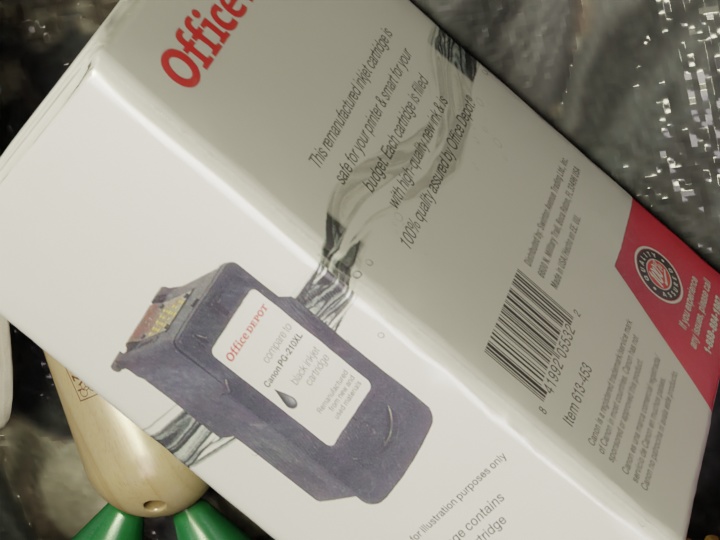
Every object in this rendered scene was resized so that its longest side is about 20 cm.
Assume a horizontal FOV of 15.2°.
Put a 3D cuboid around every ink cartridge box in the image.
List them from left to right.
[{"bbox_3d":[0.000,0.000,0.753,0.200,0.145,0.084,40,120,-9],"label":"ink cartridge box"}]

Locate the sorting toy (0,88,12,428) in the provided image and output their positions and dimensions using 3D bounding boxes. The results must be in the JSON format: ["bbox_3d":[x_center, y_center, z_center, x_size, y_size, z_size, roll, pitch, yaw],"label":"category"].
[{"bbox_3d":[-0.183,-0.021,0.824,0.199,0.107,0.181,-1,125,16],"label":"sorting toy"}]

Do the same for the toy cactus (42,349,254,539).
[{"bbox_3d":[-0.055,0.092,0.859,0.199,0.102,0.166,-23,101,34],"label":"toy cactus"}]

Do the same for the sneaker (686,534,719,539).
[{"bbox_3d":[0.166,0.127,0.806,0.199,0.075,0.091,-1,112,0],"label":"sneaker"}]
